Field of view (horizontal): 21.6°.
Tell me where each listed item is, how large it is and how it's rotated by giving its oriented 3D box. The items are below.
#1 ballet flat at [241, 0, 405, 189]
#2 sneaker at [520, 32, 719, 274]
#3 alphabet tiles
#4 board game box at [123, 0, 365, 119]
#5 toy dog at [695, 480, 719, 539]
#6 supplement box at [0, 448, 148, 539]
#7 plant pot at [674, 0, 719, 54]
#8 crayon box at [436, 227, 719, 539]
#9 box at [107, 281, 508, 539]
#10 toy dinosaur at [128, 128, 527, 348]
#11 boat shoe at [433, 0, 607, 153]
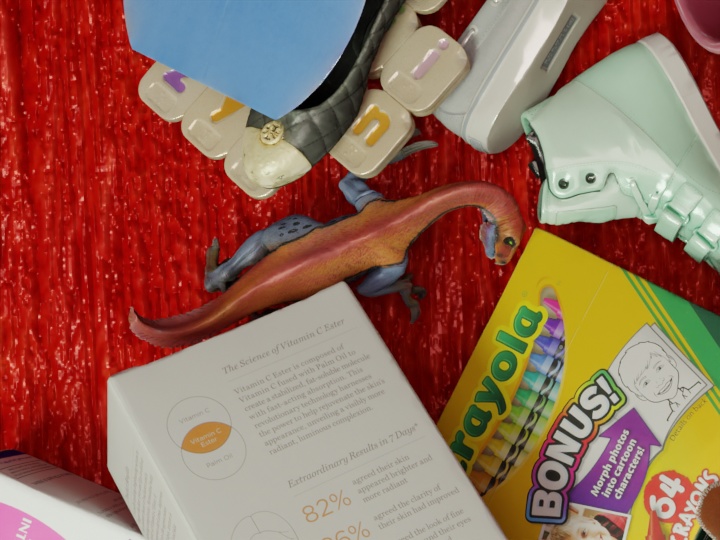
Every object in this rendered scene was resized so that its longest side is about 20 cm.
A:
[{"bbox_3d":[-0.017,-0.140,1.092,0.066,0.057,0.201,25,83,25],"label":"ballet flat"},{"bbox_3d":[0.170,-0.027,1.106,0.118,0.074,0.201,-27,76,-3],"label":"sneaker"},{"bbox_3d":[-0.033,-0.146,1.138,0.200,0.015,0.196,41,89,24],"label":"alphabet tiles"},{"bbox_3d":[-0.055,-0.180,1.095,0.200,0.039,0.159,28,104,38],"label":"board game box"},{"bbox_3d":[0.248,0.128,1.002,0.131,0.096,0.201,12,97,21],"label":"toy dog"},{"bbox_3d":[-0.151,0.192,1.130,0.199,0.103,0.102,22,90,5],"label":"supplement box"},{"bbox_3d":[0.280,-0.222,1.053,0.178,0.200,0.201,-3,88,-8],"label":"plant pot"},{"bbox_3d":[0.135,0.103,1.089,0.172,0.058,0.201,27,91,30],"label":"crayon box"},{"bbox_3d":[-0.031,0.134,1.040,0.152,0.106,0.200,-22,63,-20],"label":"box"},{"bbox_3d":[0.000,0.000,1.098,0.181,0.200,0.105,-22,103,37],"label":"toy dinosaur"},{"bbox_3d":[0.106,-0.168,1.128,0.068,0.072,0.200,33,101,23],"label":"boat shoe"}]
